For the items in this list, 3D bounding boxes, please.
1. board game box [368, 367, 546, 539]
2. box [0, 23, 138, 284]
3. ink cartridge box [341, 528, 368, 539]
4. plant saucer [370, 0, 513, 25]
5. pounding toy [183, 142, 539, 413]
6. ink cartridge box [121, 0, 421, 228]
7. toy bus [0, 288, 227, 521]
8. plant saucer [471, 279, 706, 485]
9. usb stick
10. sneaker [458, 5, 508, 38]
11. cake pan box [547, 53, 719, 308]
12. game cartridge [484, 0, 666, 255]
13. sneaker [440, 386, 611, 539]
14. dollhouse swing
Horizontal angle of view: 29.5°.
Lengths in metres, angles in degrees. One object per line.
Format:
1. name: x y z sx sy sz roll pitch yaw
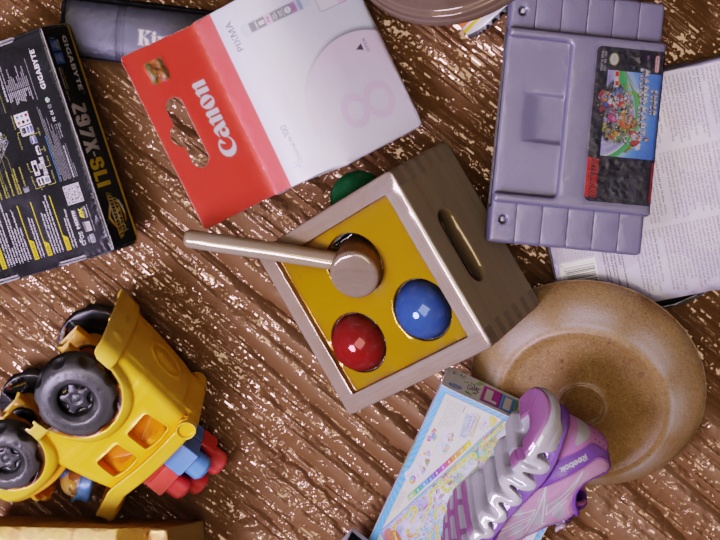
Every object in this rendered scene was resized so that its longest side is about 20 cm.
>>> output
1. board game box: 0.097 0.195 1.181 0.134 0.034 0.201 25 119 4
2. box: -0.299 -0.096 1.196 0.159 0.049 0.201 -15 97 24
3. ink cartridge box: -0.028 0.333 1.229 0.099 0.039 0.200 36 114 0
4. plant saucer: 0.072 -0.294 1.093 0.199 0.029 0.201 -6 74 22
5. pounding toy: 0.000 0.000 1.116 0.184 0.142 0.201 -29 92 35
6. ink cartridge box: -0.070 -0.149 1.130 0.199 0.057 0.163 -28 96 -21
7. toy bus: -0.222 0.149 1.210 0.200 0.136 0.192 -42 107 14
8. plant saucer: 0.189 0.105 1.152 0.199 0.035 0.201 6 116 13
9. usb stick: -0.163 -0.201 1.183 0.199 0.033 0.056 8 99 6
10. sneaker: 0.131 -0.286 1.109 0.090 0.070 0.200 43 104 -4
11. cake pan box: 0.240 -0.065 1.141 0.183 0.052 0.201 -13 97 12
12. game cartridge: 0.172 -0.117 1.085 0.129 0.038 0.201 5 91 0
13. sneaker: 0.134 0.187 1.109 0.088 0.081 0.200 21 124 -16
14. dollhouse swing: -0.250 0.310 1.218 0.199 0.182 0.177 1 83 7
